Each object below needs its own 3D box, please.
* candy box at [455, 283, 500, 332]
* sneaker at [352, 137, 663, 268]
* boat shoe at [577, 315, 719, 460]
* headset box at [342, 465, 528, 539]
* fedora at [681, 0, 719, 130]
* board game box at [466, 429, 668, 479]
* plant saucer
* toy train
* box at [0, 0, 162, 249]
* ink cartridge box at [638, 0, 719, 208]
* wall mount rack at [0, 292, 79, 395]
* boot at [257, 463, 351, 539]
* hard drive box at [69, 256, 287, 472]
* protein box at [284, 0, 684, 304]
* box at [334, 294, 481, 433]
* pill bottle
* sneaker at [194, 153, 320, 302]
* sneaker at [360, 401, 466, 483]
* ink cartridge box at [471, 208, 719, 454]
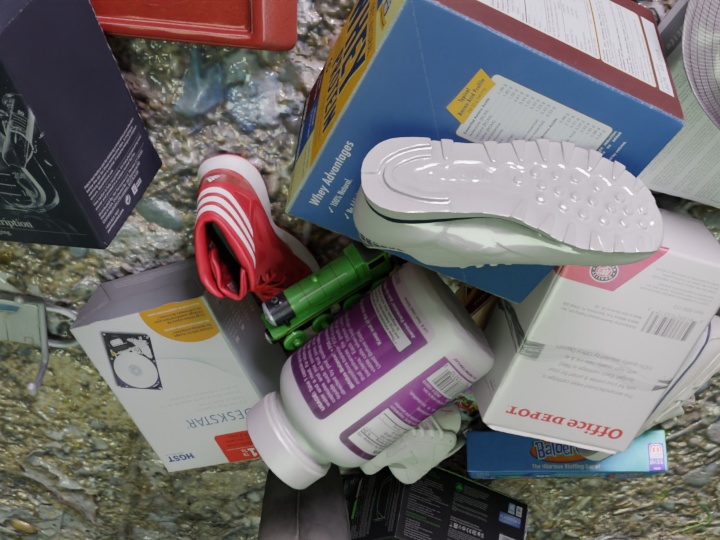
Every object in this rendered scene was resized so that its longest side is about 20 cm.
[{"bbox_3d":[0.202,0.045,0.851,0.199,0.056,0.116,26,131,-20],"label":"candy box"},{"bbox_3d":[0.094,-0.035,0.587,0.198,0.077,0.081,10,147,1],"label":"sneaker"},{"bbox_3d":[0.274,0.113,0.831,0.069,0.071,0.201,18,126,-13],"label":"boat shoe"},{"bbox_3d":[0.069,0.310,1.076,0.173,0.093,0.200,25,149,-19],"label":"headset box"},{"bbox_3d":[0.315,-0.148,0.573,0.199,0.090,0.178,28,101,-28],"label":"fedora"},{"bbox_3d":[0.214,0.200,0.970,0.198,0.045,0.152,-1,164,7],"label":"board game box"},{"bbox_3d":[-0.142,-0.237,0.613,0.197,0.037,0.201,5,135,0],"label":"plant saucer"},{"bbox_3d":[0.000,0.000,0.776,0.199,0.042,0.057,-32,146,-7],"label":"toy train"},{"bbox_3d":[-0.281,-0.121,0.667,0.198,0.105,0.183,5,136,20],"label":"box"},{"bbox_3d":[0.288,-0.123,0.693,0.198,0.057,0.163,7,138,-27],"label":"ink cartridge box"},{"bbox_3d":[-0.380,0.049,0.897,0.198,0.075,0.175,10,135,-6],"label":"wall mount rack"},{"bbox_3d":[-0.093,0.225,0.959,0.180,0.201,0.073,4,136,1],"label":"boot"},{"bbox_3d":[-0.163,0.095,0.896,0.155,0.077,0.201,-14,121,21],"label":"hard drive box"},{"bbox_3d":[0.079,-0.113,0.646,0.198,0.136,0.199,21,134,-15],"label":"protein box"},{"bbox_3d":[0.045,0.110,0.945,0.199,0.039,0.137,25,133,-19],"label":"box"},{"bbox_3d":[0.004,0.092,0.755,0.199,0.113,0.112,-38,124,10],"label":"pill bottle"},{"bbox_3d":[-0.096,0.007,0.798,0.078,0.116,0.201,-16,130,22],"label":"sneaker"},{"bbox_3d":[0.047,0.153,0.894,0.099,0.078,0.200,-30,155,13],"label":"sneaker"},{"bbox_3d":[0.193,0.044,0.754,0.145,0.083,0.201,14,121,-14],"label":"ink cartridge box"}]
